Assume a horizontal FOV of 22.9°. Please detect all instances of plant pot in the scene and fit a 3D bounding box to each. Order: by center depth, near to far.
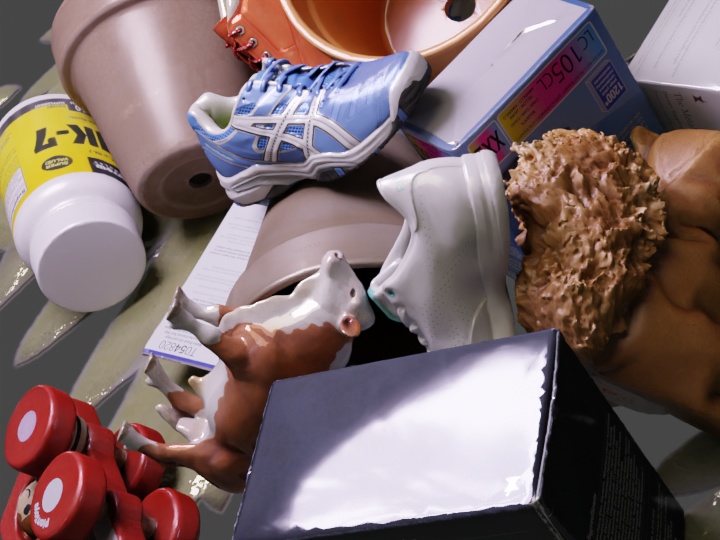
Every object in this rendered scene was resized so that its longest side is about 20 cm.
[{"bbox_3d":[0.000,0.000,1.234,0.198,0.200,0.175,-22,45,20],"label":"plant pot"},{"bbox_3d":[0.052,-0.214,1.280,0.198,0.140,0.202,-7,70,20],"label":"plant pot"},{"bbox_3d":[-0.154,-0.147,1.525,0.199,0.200,0.176,-27,59,15],"label":"plant pot"}]

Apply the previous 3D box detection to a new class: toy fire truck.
[{"bbox_3d":[-0.221,0.195,1.321,0.169,0.112,0.200,-53,37,13],"label":"toy fire truck"}]

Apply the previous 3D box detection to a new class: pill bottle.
[{"bbox_3d":[-0.255,-0.060,1.560,0.114,0.114,0.201,-35,41,5],"label":"pill bottle"}]

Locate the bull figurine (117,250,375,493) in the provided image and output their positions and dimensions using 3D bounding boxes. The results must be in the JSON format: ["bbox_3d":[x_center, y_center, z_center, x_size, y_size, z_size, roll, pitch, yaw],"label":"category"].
[{"bbox_3d":[-0.072,0.063,1.123,0.065,0.120,0.201,-78,12,-55],"label":"bull figurine"}]

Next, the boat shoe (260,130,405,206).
[{"bbox_3d":[-0.033,-0.081,1.352,0.199,0.061,0.074,-3,80,49],"label":"boat shoe"}]

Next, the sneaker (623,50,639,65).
[{"bbox_3d":[0.177,-0.120,1.304,0.199,0.082,0.075,-37,40,4],"label":"sneaker"}]

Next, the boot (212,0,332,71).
[{"bbox_3d":[-0.066,-0.174,1.456,0.106,0.075,0.202,-6,75,-18],"label":"boot"}]

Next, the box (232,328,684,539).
[{"bbox_3d":[0.064,0.153,1.056,0.198,0.197,0.125,-12,47,28],"label":"box"}]

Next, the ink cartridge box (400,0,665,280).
[{"bbox_3d":[0.134,-0.073,1.204,0.136,0.200,0.076,-45,40,-8],"label":"ink cartridge box"}]

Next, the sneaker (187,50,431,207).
[{"bbox_3d":[-0.038,-0.104,1.177,0.199,0.077,0.076,-21,28,39],"label":"sneaker"}]

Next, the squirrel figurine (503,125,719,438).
[{"bbox_3d":[0.180,-0.016,1.116,0.141,0.199,0.188,9,72,50],"label":"squirrel figurine"}]

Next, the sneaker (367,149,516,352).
[{"bbox_3d":[0.050,0.024,1.090,0.087,0.202,0.075,-7,24,-1],"label":"sneaker"}]

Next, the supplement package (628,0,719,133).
[{"bbox_3d":[0.298,-0.122,1.189,0.199,0.114,0.110,13,61,44],"label":"supplement package"}]

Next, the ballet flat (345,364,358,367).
[{"bbox_3d":[-0.026,0.152,1.184,0.072,0.071,0.202,39,114,50],"label":"ballet flat"}]

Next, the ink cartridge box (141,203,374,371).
[{"bbox_3d":[-0.050,0.010,1.394,0.198,0.041,0.201,11,61,41],"label":"ink cartridge box"}]

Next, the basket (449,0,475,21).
[{"bbox_3d":[0.092,-0.226,1.423,0.199,0.139,0.178,-13,47,40],"label":"basket"}]
